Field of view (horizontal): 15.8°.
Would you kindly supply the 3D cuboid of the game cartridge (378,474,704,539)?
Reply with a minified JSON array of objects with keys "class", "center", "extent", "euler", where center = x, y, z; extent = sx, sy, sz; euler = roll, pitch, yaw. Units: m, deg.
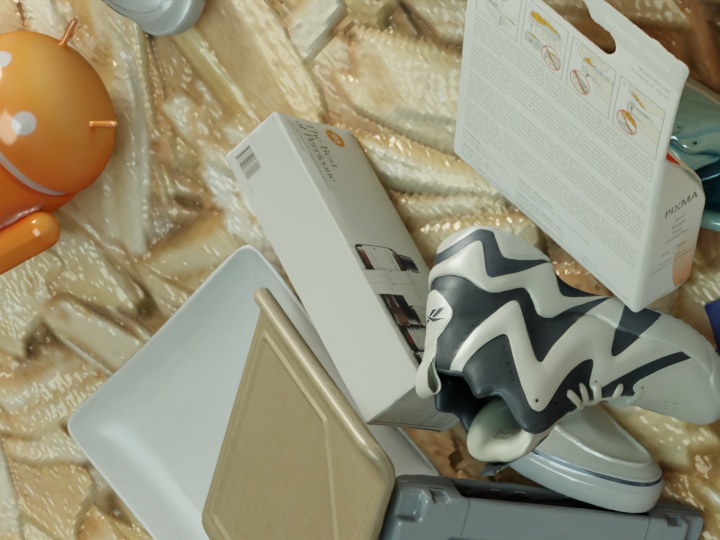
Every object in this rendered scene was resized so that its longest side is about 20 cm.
[{"class":"game cartridge","center":[0.097,0.194,1.548],"extent":[0.199,0.042,0.134],"euler":[8,114,-20]}]

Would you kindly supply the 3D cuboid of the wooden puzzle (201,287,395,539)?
[{"class":"wooden puzzle","center":[-0.035,0.138,1.568],"extent":[0.185,0.037,0.201],"euler":[53,138,48]}]

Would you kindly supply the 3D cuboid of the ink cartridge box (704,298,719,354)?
[{"class":"ink cartridge box","center":[0.285,0.084,1.447],"extent":[0.200,0.043,0.197],"euler":[-24,78,41]}]

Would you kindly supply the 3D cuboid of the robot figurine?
[{"class":"robot figurine","center":[-0.240,-0.079,1.667],"extent":[0.200,0.144,0.117],"euler":[-32,116,28]}]

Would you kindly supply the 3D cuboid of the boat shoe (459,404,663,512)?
[{"class":"boat shoe","center":[0.099,0.073,1.560],"extent":[0.200,0.074,0.067],"euler":[29,115,18]}]

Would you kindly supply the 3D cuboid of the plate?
[{"class":"plate","center":[-0.067,0.114,1.673],"extent":[0.200,0.032,0.200],"euler":[-44,82,26]}]

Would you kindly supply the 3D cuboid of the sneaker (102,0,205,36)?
[{"class":"sneaker","center":[-0.190,-0.217,1.612],"extent":[0.200,0.115,0.075],"euler":[47,117,9]}]

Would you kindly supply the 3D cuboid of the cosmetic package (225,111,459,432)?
[{"class":"cosmetic package","center":[0.000,0.000,1.553],"extent":[0.051,0.082,0.200],"euler":[-40,63,23]}]

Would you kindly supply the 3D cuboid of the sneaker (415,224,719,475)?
[{"class":"sneaker","center":[0.116,0.073,1.485],"extent":[0.199,0.130,0.079],"euler":[31,154,-22]}]

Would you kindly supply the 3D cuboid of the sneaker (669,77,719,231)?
[{"class":"sneaker","center":[0.181,-0.070,1.486],"extent":[0.199,0.082,0.074],"euler":[18,108,21]}]

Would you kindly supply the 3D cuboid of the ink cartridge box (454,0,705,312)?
[{"class":"ink cartridge box","center":[0.124,-0.095,1.431],"extent":[0.162,0.050,0.200],"euler":[43,148,27]}]
